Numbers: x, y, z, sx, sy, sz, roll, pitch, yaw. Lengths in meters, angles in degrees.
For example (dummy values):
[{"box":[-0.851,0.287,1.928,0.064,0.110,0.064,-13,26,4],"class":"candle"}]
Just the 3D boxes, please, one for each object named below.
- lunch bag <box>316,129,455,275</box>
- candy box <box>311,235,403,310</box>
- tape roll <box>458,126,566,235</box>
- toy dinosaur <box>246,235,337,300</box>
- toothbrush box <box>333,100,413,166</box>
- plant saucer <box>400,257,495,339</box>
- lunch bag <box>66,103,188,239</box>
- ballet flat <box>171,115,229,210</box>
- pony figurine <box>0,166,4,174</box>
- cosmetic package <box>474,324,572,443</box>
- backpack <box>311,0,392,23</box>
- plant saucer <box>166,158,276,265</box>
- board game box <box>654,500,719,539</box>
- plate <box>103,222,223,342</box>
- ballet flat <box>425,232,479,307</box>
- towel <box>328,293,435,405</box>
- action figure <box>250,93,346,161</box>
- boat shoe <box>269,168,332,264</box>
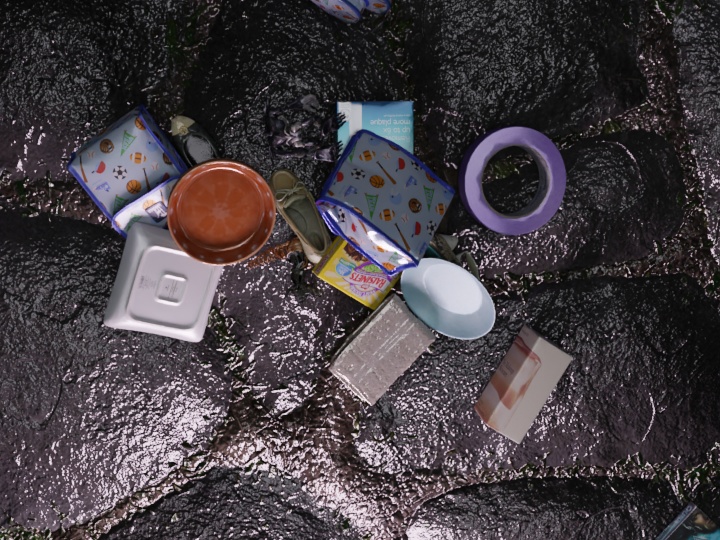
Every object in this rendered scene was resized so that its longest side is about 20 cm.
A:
[{"box":[0.034,-0.121,1.344,0.199,0.123,0.172,37,63,-18],"class":"lunch bag"},{"box":[0.000,0.000,1.462,0.103,0.026,0.199,-51,141,6],"class":"candy box"},{"box":[0.289,-0.173,1.498,0.195,0.066,0.205,-1,100,-4],"class":"tape roll"},{"box":[-0.111,-0.016,1.494,0.196,0.102,0.139,-7,85,15],"class":"toy dinosaur"},{"box":[0.024,-0.212,1.460,0.143,0.085,0.205,-1,101,-5],"class":"toothbrush box"},{"box":[0.172,0.045,1.491,0.201,0.200,0.039,45,53,-9],"class":"plant saucer"},{"box":[-0.402,-0.166,1.419,0.168,0.124,0.202,-32,116,1],"class":"lunch bag"},{"box":[-0.285,-0.199,1.451,0.066,0.057,0.202,-32,100,1],"class":"ballet flat"},{"box":[-0.754,-0.126,1.393,0.189,0.167,0.204,11,114,2],"class":"pony figurine"},{"box":[0.320,0.223,1.547,0.086,0.103,0.202,30,95,-10],"class":"cosmetic package"},{"box":[-0.020,-0.522,1.360,0.187,0.200,0.157,19,103,-14],"class":"backpack"},{"box":[-0.253,-0.107,1.421,0.196,0.032,0.204,-7,117,-14],"class":"plant saucer"},{"box":[0.691,0.613,1.678,0.135,0.028,0.201,40,94,-10],"class":"board game box"},{"box":[-0.356,0.030,1.456,0.197,0.032,0.203,14,100,-33],"class":"plate"},{"box":[0.178,-0.018,1.520,0.075,0.068,0.201,-43,107,-14],"class":"ballet flat"},{"box":[0.041,0.159,1.543,0.200,0.035,0.132,-45,109,4],"class":"towel"},{"box":[-0.110,-0.254,1.428,0.101,0.198,0.121,-23,122,-42],"class":"action figure"},{"box":[-0.110,-0.108,1.447,0.072,0.063,0.203,-23,75,-8],"class":"boat shoe"}]
